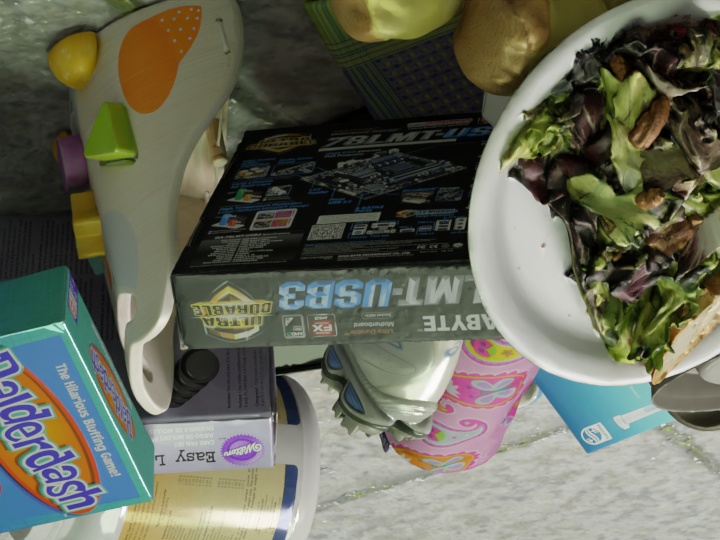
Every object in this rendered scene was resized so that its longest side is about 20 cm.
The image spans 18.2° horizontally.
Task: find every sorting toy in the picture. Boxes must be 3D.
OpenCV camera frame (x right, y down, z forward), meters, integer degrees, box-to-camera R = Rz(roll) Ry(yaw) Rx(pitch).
[{"bbox_3d":[-0.117,-0.024,1.252,0.106,0.182,0.200,-2,152,-7],"label":"sorting toy"}]

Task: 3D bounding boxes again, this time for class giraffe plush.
[{"bbox_3d":[0.091,-0.189,1.039,0.198,0.173,0.163,10,129,-9],"label":"giraffe plush"}]

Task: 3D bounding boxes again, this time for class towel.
[{"bbox_3d":[0.072,-0.104,1.255,0.143,0.023,0.200,-18,134,26],"label":"towel"}]

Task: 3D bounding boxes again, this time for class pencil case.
[{"bbox_3d":[0.070,0.042,1.304,0.087,0.088,0.200,3,149,-16],"label":"pencil case"}]

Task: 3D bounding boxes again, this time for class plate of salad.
[{"bbox_3d":[0.144,-0.032,1.050,0.198,0.048,0.202,-10,118,-18],"label":"plate of salad"}]

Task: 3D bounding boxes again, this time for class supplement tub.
[{"bbox_3d":[-0.141,0.136,1.584,0.198,0.146,0.144,7,149,-23],"label":"supplement tub"}]

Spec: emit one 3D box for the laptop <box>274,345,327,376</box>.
[{"bbox_3d":[0.004,0.009,1.520,0.175,0.104,0.201,-9,126,5],"label":"laptop"}]

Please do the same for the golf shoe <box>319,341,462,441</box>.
[{"bbox_3d":[0.000,0.000,1.280,0.078,0.200,0.098,4,130,-44],"label":"golf shoe"}]

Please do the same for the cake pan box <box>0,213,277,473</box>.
[{"bbox_3d":[-0.143,0.037,1.352,0.182,0.201,0.053,-3,132,-4],"label":"cake pan box"}]

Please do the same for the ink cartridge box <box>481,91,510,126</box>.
[{"bbox_3d":[0.183,-0.091,1.168,0.198,0.147,0.084,-6,123,-25],"label":"ink cartridge box"}]

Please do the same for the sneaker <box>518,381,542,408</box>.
[{"bbox_3d":[0.053,0.018,1.405,0.072,0.073,0.200,-32,129,30],"label":"sneaker"}]

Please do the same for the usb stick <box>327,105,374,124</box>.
[{"bbox_3d":[0.010,-0.077,1.336,0.199,0.033,0.055,-23,146,30],"label":"usb stick"}]

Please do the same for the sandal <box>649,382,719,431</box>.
[{"bbox_3d":[0.160,0.019,1.296,0.081,0.055,0.201,-20,111,30],"label":"sandal"}]

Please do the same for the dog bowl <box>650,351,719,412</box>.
[{"bbox_3d":[0.244,0.018,1.199,0.198,0.059,0.200,-13,165,-3],"label":"dog bowl"}]

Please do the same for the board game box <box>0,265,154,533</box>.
[{"bbox_3d":[-0.228,0.084,1.222,0.198,0.045,0.153,-13,134,8],"label":"board game box"}]

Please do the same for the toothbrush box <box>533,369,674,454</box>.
[{"bbox_3d":[0.212,0.009,1.396,0.199,0.147,0.086,-24,115,32],"label":"toothbrush box"}]

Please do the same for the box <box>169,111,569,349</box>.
[{"bbox_3d":[0.017,-0.025,1.184,0.198,0.199,0.050,-3,114,10],"label":"box"}]
